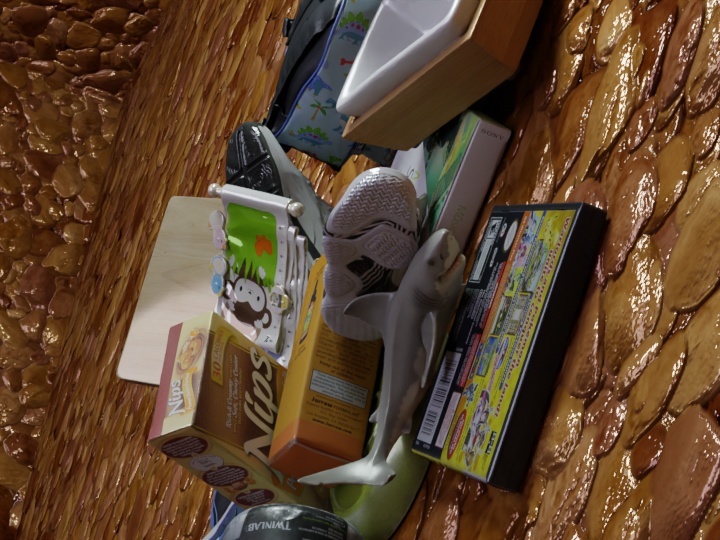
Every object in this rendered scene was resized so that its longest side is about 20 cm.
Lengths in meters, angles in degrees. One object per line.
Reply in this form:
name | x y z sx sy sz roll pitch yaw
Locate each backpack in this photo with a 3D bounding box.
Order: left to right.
backpack | 0.006 -0.212 1.715 0.200 0.146 0.184 124 161 -53

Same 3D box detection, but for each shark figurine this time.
shark figurine | 0.020 0.065 1.375 0.128 0.089 0.216 -2 -68 -79

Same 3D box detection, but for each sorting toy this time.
sorting toy | -0.132 0.034 1.810 0.199 0.069 0.200 5 74 42

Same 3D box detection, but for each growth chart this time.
growth chart | -0.095 0.019 1.677 0.144 0.018 0.202 3 98 43

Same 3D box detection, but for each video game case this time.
video game case | 0.103 0.050 1.282 0.181 0.025 0.202 -176 105 -75

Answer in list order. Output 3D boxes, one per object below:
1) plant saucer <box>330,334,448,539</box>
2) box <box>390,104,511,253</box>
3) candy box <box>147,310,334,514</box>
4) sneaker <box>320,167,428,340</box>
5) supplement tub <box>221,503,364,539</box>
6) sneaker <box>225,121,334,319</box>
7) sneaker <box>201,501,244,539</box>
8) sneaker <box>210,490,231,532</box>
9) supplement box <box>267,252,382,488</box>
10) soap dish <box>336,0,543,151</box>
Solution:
plant saucer | 0.018 0.131 1.473 0.200 0.031 0.202 -161 90 -75
box | 0.066 -0.078 1.551 0.200 0.036 0.145 -129 60 -71
candy box | -0.088 0.137 1.518 0.055 0.200 0.116 -21 45 31
sneaker | 0.013 -0.041 1.424 0.201 0.074 0.116 101 -177 -54
supplement tub | -0.062 0.293 1.379 0.123 0.122 0.201 127 157 -49
sneaker | -0.052 -0.051 1.714 0.075 0.115 0.202 -29 80 44
sneaker | -0.118 0.304 1.644 0.201 0.080 0.147 -61 16 23
sneaker | -0.091 0.194 1.706 0.078 0.070 0.201 -104 36 -75
supplement box | -0.022 0.075 1.503 0.067 0.068 0.201 134 150 -56
soap dish | 0.074 -0.198 1.498 0.200 0.081 0.158 -33 28 53
